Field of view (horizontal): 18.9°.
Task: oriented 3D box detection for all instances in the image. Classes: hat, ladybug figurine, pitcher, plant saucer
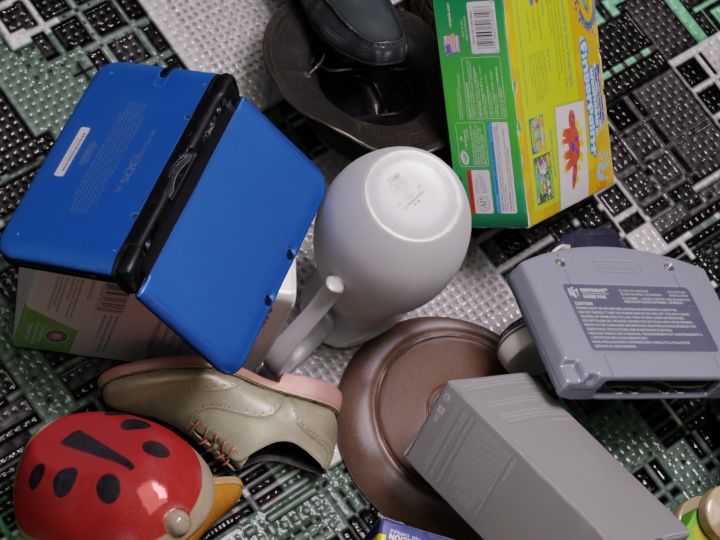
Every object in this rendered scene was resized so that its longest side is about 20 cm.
[{"bbox_3d":[-0.002,-0.146,1.850,0.199,0.081,0.202,12,43,-12],"label":"hat"},{"bbox_3d":[-0.186,0.155,1.580,0.136,0.199,0.072,-40,120,-30],"label":"ladybug figurine"},{"bbox_3d":[0.000,0.000,1.710,0.121,0.200,0.172,42,61,6],"label":"pitcher"},{"bbox_3d":[0.077,0.124,1.772,0.198,0.032,0.202,7,63,-14],"label":"plant saucer"}]

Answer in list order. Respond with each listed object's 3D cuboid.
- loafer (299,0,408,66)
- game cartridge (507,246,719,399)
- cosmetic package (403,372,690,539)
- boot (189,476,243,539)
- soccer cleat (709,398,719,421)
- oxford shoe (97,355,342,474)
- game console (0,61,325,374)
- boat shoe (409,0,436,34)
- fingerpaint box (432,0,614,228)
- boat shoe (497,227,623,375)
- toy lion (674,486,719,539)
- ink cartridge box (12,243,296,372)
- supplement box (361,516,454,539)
[{"bbox_3d":[-0.021,-0.248,1.833,0.068,0.071,0.201,-13,48,-29],"label":"loafer"},{"bbox_3d":[0.216,0.042,1.749,0.199,0.041,0.134,2,55,-33],"label":"game cartridge"},{"bbox_3d":[0.142,0.171,1.648,0.106,0.091,0.200,0,39,-47],"label":"cosmetic package"},{"bbox_3d":[-0.150,0.252,1.606,0.200,0.071,0.145,-25,67,-15],"label":"boot"},{"bbox_3d":[0.346,0.131,1.782,0.083,0.065,0.200,3,22,-6],"label":"soccer cleat"},{"bbox_3d":[-0.109,0.115,1.693,0.198,0.071,0.074,8,65,-14],"label":"oxford shoe"},{"bbox_3d":[-0.145,-0.042,1.619,0.169,0.119,0.201,9,53,23],"label":"game console"},{"bbox_3d":[0.101,-0.215,1.928,0.067,0.072,0.201,-18,78,-30],"label":"boat shoe"},{"bbox_3d":[0.138,-0.152,1.813,0.166,0.073,0.202,-27,113,-54],"label":"fingerpaint box"},{"bbox_3d":[0.168,0.023,1.816,0.199,0.075,0.093,-12,62,-46],"label":"boat shoe"},{"bbox_3d":[0.284,0.287,1.738,0.199,0.069,0.193,-24,82,-26],"label":"toy lion"},{"bbox_3d":[-0.161,0.007,1.684,0.198,0.146,0.085,8,61,-15],"label":"ink cartridge box"},{"bbox_3d":[0.033,0.307,1.620,0.108,0.110,0.202,17,61,-9],"label":"supplement box"}]
